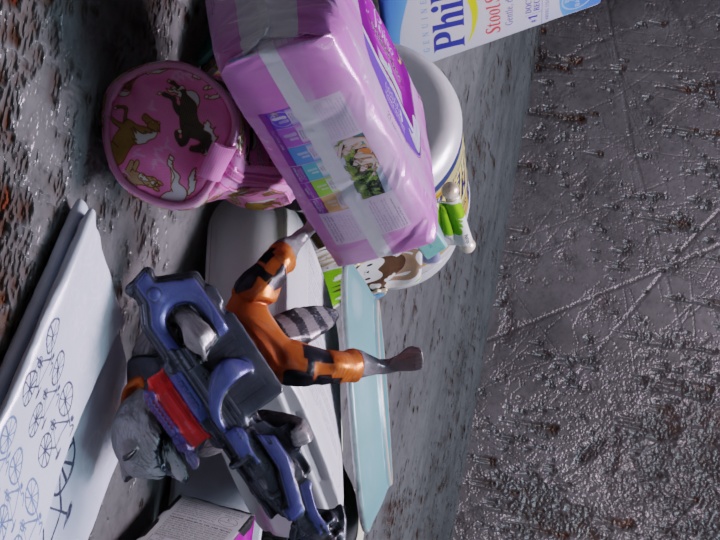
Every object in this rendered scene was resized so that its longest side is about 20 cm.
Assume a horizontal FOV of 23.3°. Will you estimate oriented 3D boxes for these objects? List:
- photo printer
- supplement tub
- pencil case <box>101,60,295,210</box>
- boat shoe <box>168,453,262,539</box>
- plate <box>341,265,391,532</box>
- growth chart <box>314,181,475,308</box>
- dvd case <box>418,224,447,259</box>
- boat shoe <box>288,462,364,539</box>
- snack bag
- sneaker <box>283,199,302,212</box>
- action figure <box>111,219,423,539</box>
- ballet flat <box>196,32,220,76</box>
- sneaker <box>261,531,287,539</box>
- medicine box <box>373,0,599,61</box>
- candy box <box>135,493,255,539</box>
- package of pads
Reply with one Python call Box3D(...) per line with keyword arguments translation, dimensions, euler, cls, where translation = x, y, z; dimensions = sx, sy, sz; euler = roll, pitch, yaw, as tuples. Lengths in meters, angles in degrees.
Box3D(translation=(-0.059, 0.055, 1.196), dimensions=(0.201, 0.069, 0.167), euler=(-92, 169, -45), cls="photo printer")
Box3D(translation=(0.016, -0.078, 1.419), dimensions=(0.200, 0.143, 0.146), euler=(75, 27, -66), cls="supplement tub")
Box3D(translation=(-0.085, -0.076, 1.019), dimensions=(0.200, 0.086, 0.084), euler=(-7, 90, -77), cls="pencil case")
Box3D(translation=(-0.103, 0.208, 1.240), dimensions=(0.066, 0.071, 0.202), euler=(9, -69, 64), cls="boat shoe")
Box3D(translation=(0.006, 0.091, 1.288), dimensions=(0.200, 0.025, 0.202), euler=(-4, 90, -88), cls="plate")
Box3D(translation=(0.000, 0.000, 1.363), dimensions=(0.018, 0.199, 0.145), euler=(66, 7, 23), cls="growth chart")
Box3D(translation=(-0.004, -0.118, 1.215), dimensions=(0.146, 0.022, 0.201), euler=(53, 10, -43), cls="dvd case")
Box3D(translation=(-0.046, 0.162, 1.365), dimensions=(0.068, 0.072, 0.201), euler=(47, 16, -34), cls="boat shoe")
Box3D(translation=(-0.161, 0.095, 0.942), dimensions=(0.201, 0.021, 0.190), euler=(86, 16, -52), cls="snack bag")
Box3D(translation=(-0.026, -0.081, 1.198), dimensions=(0.076, 0.076, 0.200), euler=(-64, -167, 12), cls="sneaker")
Box3D(translation=(-0.059, 0.076, 1.024), dimensions=(0.201, 0.193, 0.104), euler=(64, -28, -4), cls="action figure")
Box3D(translation=(-0.048, -0.187, 1.147), dimensions=(0.076, 0.064, 0.201), euler=(-36, -153, 44), cls="ballet flat")
Box3D(translation=(-0.091, 0.206, 1.332), dimensions=(0.079, 0.075, 0.202), euler=(-89, -173, -59), cls="sneaker")
Box3D(translation=(0.091, -0.277, 1.414), dimensions=(0.183, 0.198, 0.104), euler=(80, -12, -61), cls="medicine box")
Box3D(translation=(-0.130, 0.244, 1.098), dimensions=(0.200, 0.060, 0.138), euler=(-43, 144, -68), cls="candy box")
Box3D(translation=(-0.020, -0.106, 0.967), dimensions=(0.200, 0.075, 0.121), euler=(58, 22, -52), cls="package of pads")
